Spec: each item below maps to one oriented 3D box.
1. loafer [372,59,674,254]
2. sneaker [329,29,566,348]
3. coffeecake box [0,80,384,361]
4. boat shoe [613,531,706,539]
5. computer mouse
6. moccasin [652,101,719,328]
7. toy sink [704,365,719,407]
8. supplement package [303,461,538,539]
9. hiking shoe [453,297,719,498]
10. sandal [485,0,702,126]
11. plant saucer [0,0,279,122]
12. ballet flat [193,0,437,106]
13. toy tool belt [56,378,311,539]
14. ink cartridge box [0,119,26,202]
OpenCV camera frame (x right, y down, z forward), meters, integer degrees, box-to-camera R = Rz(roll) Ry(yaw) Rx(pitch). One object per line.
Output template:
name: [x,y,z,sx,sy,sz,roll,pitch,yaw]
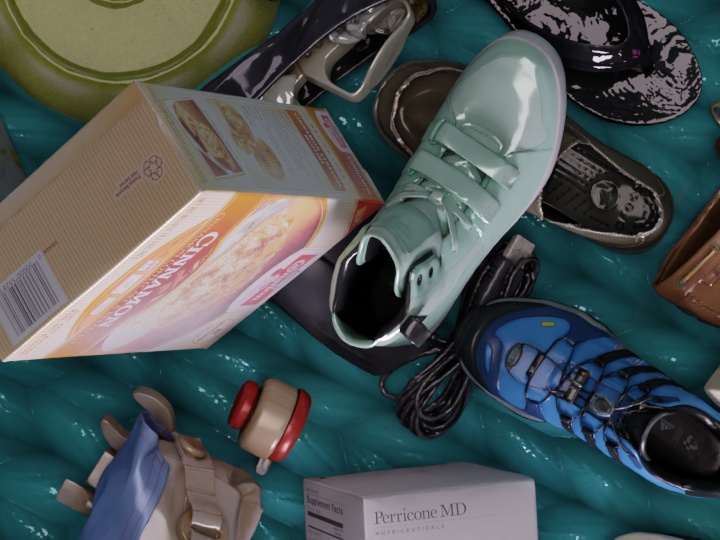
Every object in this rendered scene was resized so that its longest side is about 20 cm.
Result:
loafer: [0.103,-0.071,1.188,0.199,0.070,0.076,22,91,-5]
sneaker: [0.050,-0.040,1.109,0.073,0.118,0.201,29,102,11]
coffeecake box: [-0.103,-0.024,1.093,0.153,0.200,0.073,-39,73,23]
boat shoe: [0.246,0.203,1.199,0.198,0.066,0.075,14,109,27]
computer mouse: [0.000,0.000,1.205,0.199,0.053,0.139,32,92,0]
moccasin: [0.243,-0.065,1.195,0.077,0.074,0.202,28,101,-10]
toy sink: [0.319,0.101,1.144,0.200,0.130,0.112,43,79,-10]
supplement package: [0.038,0.221,1.168,0.113,0.109,0.202,-5,92,-20]
hiking shoe: [0.151,0.074,1.178,0.199,0.087,0.075,25,90,-9]
sandal: [0.122,-0.159,1.202,0.200,0.048,0.075,40,91,0]
plant saucer: [-0.146,-0.189,1.214,0.198,0.031,0.202,0,92,0]
ballet flat: [-0.033,-0.117,1.191,0.200,0.073,0.073,-40,91,-1]
toy tool belt: [-0.125,0.137,1.177,0.122,0.125,0.201,27,91,-8]
ink cartridge box: [-0.252,-0.050,1.160,0.082,0.146,0.201,-24,91,6]
